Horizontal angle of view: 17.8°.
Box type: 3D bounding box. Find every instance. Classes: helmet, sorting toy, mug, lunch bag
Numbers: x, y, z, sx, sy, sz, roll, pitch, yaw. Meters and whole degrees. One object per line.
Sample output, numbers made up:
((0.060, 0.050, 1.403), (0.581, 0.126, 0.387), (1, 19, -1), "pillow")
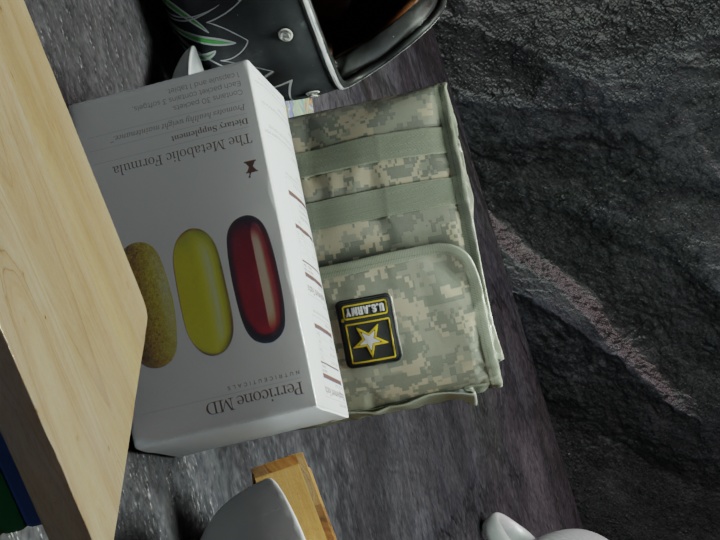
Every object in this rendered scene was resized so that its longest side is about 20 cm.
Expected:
((-0.052, -0.214, 1.618), (0.200, 0.190, 0.201), (46, -23, 26), "helmet")
((-0.163, -0.001, 0.986), (0.199, 0.069, 0.201), (-89, 163, -58), "sorting toy")
((0.215, 0.359, 2.658), (0.200, 0.148, 0.175), (48, 11, 13), "mug")
((0.000, 0.000, 1.496), (0.118, 0.162, 0.202), (69, 11, -68), "lunch bag")

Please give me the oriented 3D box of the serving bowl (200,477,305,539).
((-0.046, 0.216, 1.219), (0.200, 0.065, 0.202), (161, -90, -80), "serving bowl")

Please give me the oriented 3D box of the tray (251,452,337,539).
((-0.032, 0.198, 1.406), (0.200, 0.037, 0.099), (89, -19, -63), "tray")

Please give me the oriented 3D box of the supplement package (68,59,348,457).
((-0.085, -0.003, 1.329), (0.110, 0.113, 0.202), (37, 40, -78), "supplement package")

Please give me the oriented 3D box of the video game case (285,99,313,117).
((-0.060, -0.112, 1.946), (0.182, 0.022, 0.202), (56, 22, -66), "video game case")

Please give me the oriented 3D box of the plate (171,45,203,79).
((-0.100, -0.019, 1.528), (0.201, 0.032, 0.201), (-89, 164, -58), "plate")
